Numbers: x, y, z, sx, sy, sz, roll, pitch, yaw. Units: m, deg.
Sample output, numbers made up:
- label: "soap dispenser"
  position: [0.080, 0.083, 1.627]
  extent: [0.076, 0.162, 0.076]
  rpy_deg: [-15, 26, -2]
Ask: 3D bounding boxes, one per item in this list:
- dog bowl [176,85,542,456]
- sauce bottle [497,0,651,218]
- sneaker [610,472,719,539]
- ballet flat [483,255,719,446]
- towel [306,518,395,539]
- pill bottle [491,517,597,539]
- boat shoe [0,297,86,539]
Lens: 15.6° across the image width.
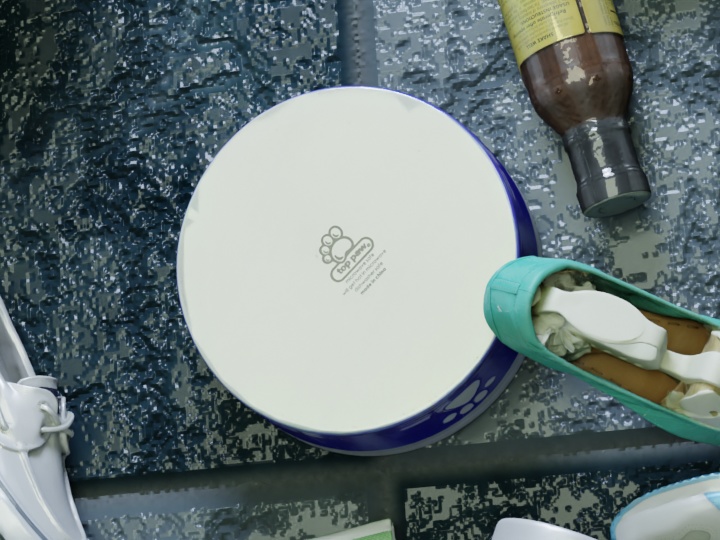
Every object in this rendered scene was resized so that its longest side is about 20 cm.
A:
- label: "dog bowl"
  position: [0.000, 0.000, 1.478]
  extent: [0.199, 0.079, 0.201]
  rpy_deg: [-3, 78, 13]
- label: "sauce bottle"
  position: [0.116, -0.129, 1.483]
  extent: [0.064, 0.065, 0.201]
  rpy_deg: [-16, 75, 10]
- label: "sneaker"
  position: [0.232, 0.146, 1.397]
  extent: [0.199, 0.076, 0.081]
  rpy_deg: [-4, 80, 15]
- label: "ballet flat"
  position: [0.160, 0.048, 1.395]
  extent: [0.199, 0.070, 0.068]
  rpy_deg: [21, 87, -11]
- label: "towel"
  position: [-0.028, 0.252, 1.466]
  extent: [0.152, 0.023, 0.201]
  rpy_deg: [-14, 78, 11]
- label: "pill bottle"
  position: [0.081, 0.239, 1.391]
  extent: [0.108, 0.109, 0.201]
  rpy_deg: [15, 74, 16]
- label: "boat shoe"
  position: [-0.200, 0.085, 1.512]
  extent: [0.065, 0.074, 0.201]
  rpy_deg: [-34, 75, 9]
